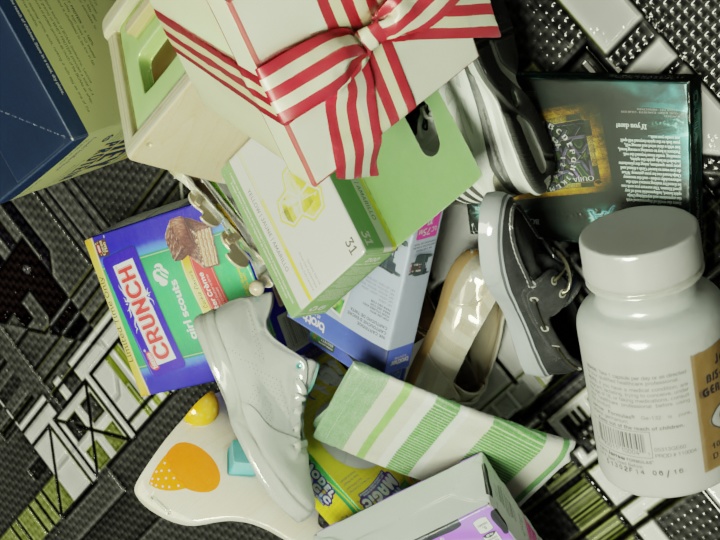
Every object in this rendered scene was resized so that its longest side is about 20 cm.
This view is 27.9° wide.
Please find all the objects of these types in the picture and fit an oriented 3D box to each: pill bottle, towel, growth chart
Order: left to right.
[{"bbox_3d":[-0.113,-0.081,1.287,0.018,0.145,0.201,-33,90,35],"label":"growth chart"},{"bbox_3d":[0.067,0.143,1.234,0.198,0.024,0.153,22,148,-6],"label":"towel"},{"bbox_3d":[0.224,0.060,1.101,0.114,0.114,0.202,4,118,34],"label":"pill bottle"}]

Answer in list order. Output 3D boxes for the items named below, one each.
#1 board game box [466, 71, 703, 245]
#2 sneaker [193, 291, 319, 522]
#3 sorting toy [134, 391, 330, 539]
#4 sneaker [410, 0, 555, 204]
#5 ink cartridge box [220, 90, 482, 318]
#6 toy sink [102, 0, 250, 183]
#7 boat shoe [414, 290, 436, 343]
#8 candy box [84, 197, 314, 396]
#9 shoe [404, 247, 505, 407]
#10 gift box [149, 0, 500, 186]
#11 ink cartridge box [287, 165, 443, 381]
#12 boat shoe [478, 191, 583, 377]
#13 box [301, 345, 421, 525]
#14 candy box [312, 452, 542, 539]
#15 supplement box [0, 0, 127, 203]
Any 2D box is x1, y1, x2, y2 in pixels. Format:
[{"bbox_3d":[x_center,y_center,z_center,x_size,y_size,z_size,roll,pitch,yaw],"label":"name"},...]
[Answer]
[{"bbox_3d":[0.172,-0.088,1.151,0.199,0.028,0.137,7,112,33],"label":"board game box"},{"bbox_3d":[-0.069,0.113,1.250,0.088,0.075,0.201,-24,80,-1],"label":"sneaker"},{"bbox_3d":[-0.079,0.197,1.360,0.179,0.200,0.107,33,104,14],"label":"sorting toy"},{"bbox_3d":[0.067,-0.142,1.137,0.115,0.076,0.202,-14,102,35],"label":"sneaker"},{"bbox_3d":[-0.013,-0.075,1.133,0.200,0.048,0.146,-41,68,38],"label":"ink cartridge box"},{"bbox_3d":[-0.138,-0.198,1.219,0.130,0.111,0.201,-41,49,38],"label":"toy sink"},{"bbox_3d":[0.010,-0.031,1.260,0.074,0.076,0.201,-35,87,35],"label":"boat shoe"},{"bbox_3d":[-0.152,0.017,1.391,0.199,0.077,0.170,-14,99,39],"label":"candy box"},{"bbox_3d":[0.084,0.079,1.252,0.053,0.070,0.201,33,122,30],"label":"shoe"},{"bbox_3d":[-0.025,-0.182,1.027,0.186,0.184,0.201,36,164,47],"label":"gift box"},{"bbox_3d":[0.000,0.000,1.201,0.119,0.042,0.202,31,124,35],"label":"ink cartridge box"},{"bbox_3d":[0.145,0.015,1.153,0.066,0.070,0.201,-1,134,23],"label":"boat shoe"},{"bbox_3d":[-0.012,0.169,1.325,0.200,0.117,0.048,48,128,10],"label":"box"},{"bbox_3d":[0.081,0.277,1.243,0.167,0.072,0.201,-28,119,13],"label":"candy box"},{"bbox_3d":[-0.274,-0.196,1.316,0.134,0.199,0.201,-30,90,39],"label":"supplement box"}]
